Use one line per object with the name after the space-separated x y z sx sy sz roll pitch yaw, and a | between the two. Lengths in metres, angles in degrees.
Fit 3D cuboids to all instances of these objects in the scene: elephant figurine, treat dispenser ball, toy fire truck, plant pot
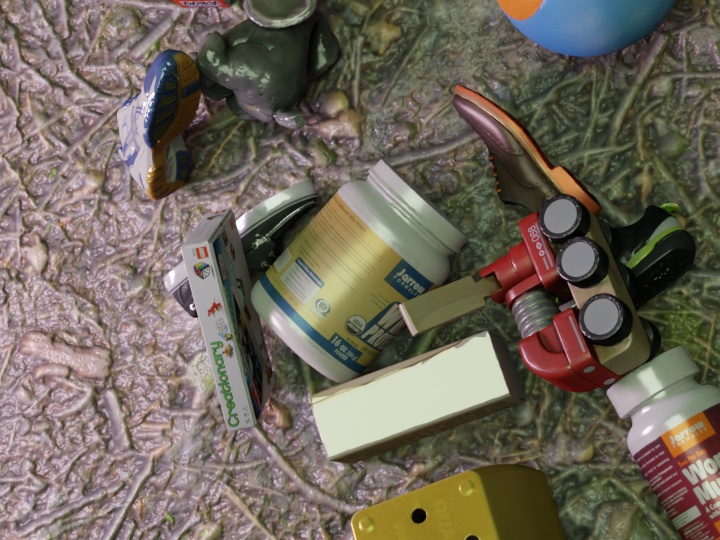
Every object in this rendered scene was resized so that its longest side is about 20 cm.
-0.087 -0.264 1.822 0.155 0.141 0.200 37 77 -12 | elephant figurine
0.226 -0.315 1.697 0.200 0.201 0.202 -2 83 15 | treat dispenser ball
0.160 0.041 1.648 0.200 0.129 0.177 -31 59 21 | toy fire truck
0.092 0.295 1.648 0.199 0.176 0.201 -22 64 12 | plant pot

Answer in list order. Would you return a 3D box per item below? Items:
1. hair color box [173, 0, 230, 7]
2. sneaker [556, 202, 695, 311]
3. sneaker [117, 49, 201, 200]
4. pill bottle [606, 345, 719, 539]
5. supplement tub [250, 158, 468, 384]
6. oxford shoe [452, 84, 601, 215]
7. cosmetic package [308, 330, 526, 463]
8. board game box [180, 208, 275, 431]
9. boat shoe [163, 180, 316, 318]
-0.193 -0.358 1.816 0.064 0.200 0.112 1 83 14 | hair color box
0.249 0.005 1.733 0.200 0.072 0.083 -34 52 8 | sneaker
-0.227 -0.166 1.820 0.075 0.200 0.088 -28 60 -35 | sneaker
0.328 0.181 1.655 0.109 0.110 0.201 -32 76 9 | pill bottle
0.000 0.000 1.748 0.145 0.145 0.200 44 96 16 | supplement tub
0.156 -0.110 1.760 0.073 0.071 0.200 -46 75 11 | oxford shoe
0.059 0.132 1.738 0.199 0.104 0.073 -22 77 11 | cosmetic package
-0.134 0.049 1.751 0.034 0.126 0.201 -10 105 10 | board game box
-0.119 -0.018 1.825 0.200 0.070 0.066 -35 83 9 | boat shoe
